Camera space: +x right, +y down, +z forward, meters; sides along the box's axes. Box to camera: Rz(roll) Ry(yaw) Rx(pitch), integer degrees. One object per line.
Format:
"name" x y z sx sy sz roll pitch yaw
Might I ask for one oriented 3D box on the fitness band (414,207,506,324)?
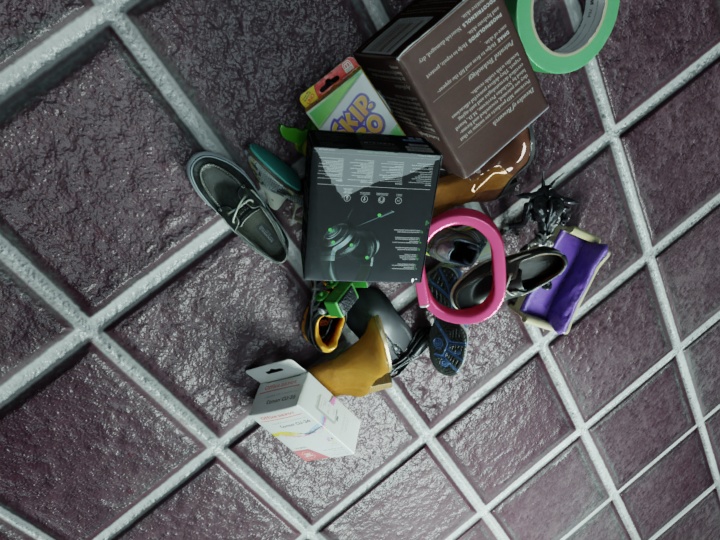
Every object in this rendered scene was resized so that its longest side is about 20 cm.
"fitness band" 0.153 -0.001 0.868 0.141 0.038 0.202 -5 121 11

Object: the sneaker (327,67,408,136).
"sneaker" 0.012 -0.209 0.829 0.079 0.074 0.201 -43 121 -6

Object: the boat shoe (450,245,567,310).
"boat shoe" 0.243 0.014 0.924 0.197 0.068 0.073 -22 103 1

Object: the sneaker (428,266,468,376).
"sneaker" 0.166 0.090 1.003 0.077 0.075 0.203 -21 114 -60

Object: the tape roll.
"tape roll" 0.318 -0.421 0.886 0.197 0.048 0.203 -8 113 -19

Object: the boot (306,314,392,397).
"boot" -0.021 0.157 0.938 0.142 0.071 0.203 -10 138 -2

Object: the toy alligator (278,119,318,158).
"toy alligator" -0.037 -0.164 0.838 0.199 0.059 0.054 40 93 -30

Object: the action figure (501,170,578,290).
"action figure" 0.313 -0.073 0.997 0.117 0.102 0.203 5 98 -10

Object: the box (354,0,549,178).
"box" 0.127 -0.274 0.799 0.164 0.166 0.201 -41 121 -3

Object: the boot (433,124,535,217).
"boot" 0.166 -0.161 0.892 0.197 0.069 0.189 -18 158 -13

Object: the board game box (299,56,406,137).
"board game box" 0.008 -0.190 0.793 0.095 0.030 0.200 -34 118 12

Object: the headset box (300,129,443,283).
"headset box" 0.007 -0.080 0.778 0.171 0.093 0.203 1 116 -10

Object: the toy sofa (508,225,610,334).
"toy sofa" 0.376 0.015 1.064 0.082 0.098 0.202 16 105 -27

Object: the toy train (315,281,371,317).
"toy train" 0.000 0.000 0.872 0.200 0.056 0.042 -51 128 -38

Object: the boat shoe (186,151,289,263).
"boat shoe" -0.166 -0.090 0.809 0.072 0.071 0.200 -44 120 0

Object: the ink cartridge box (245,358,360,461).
"ink cartridge box" -0.104 0.240 0.944 0.115 0.068 0.200 -20 126 32

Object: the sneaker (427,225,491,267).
"sneaker" 0.180 -0.036 0.956 0.198 0.081 0.075 -2 119 -40

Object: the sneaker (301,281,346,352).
"sneaker" -0.047 0.040 0.910 0.077 0.077 0.203 0 109 -20

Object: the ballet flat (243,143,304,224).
"ballet flat" -0.097 -0.110 0.834 0.199 0.072 0.073 28 99 -28

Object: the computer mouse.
"computer mouse" 0.050 0.111 0.994 0.138 0.053 0.200 -43 121 0
